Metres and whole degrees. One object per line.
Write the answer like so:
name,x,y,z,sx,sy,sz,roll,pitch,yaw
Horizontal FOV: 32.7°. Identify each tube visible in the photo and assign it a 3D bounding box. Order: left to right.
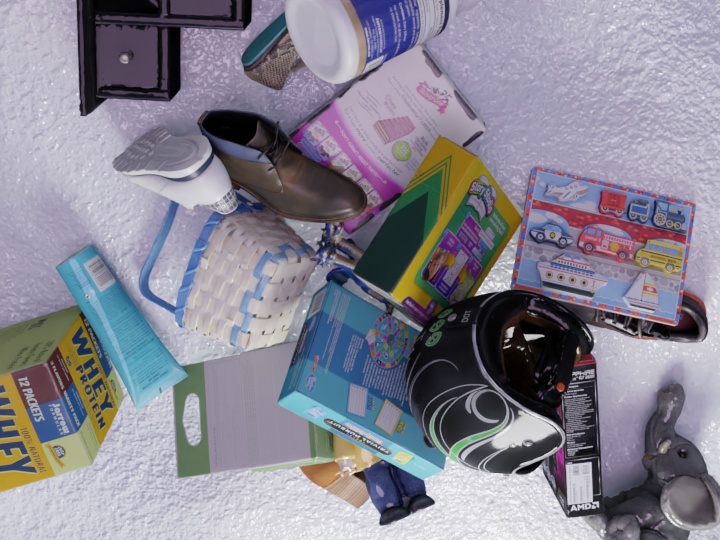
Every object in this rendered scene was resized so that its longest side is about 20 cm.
tube,-0.291,0.065,1.482,0.077,0.050,0.200,-35,99,-23

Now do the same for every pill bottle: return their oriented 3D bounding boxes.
pill bottle,0.029,-0.286,1.299,0.200,0.116,0.116,-31,108,-26

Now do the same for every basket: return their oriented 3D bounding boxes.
basket,-0.161,-0.005,1.431,0.200,0.139,0.177,32,110,21

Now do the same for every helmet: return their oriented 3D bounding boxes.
helmet,0.146,0.125,1.331,0.200,0.200,0.191,31,144,-8

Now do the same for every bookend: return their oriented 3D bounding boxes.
bookend,-0.207,-0.272,1.360,0.198,0.092,0.200,4,109,0

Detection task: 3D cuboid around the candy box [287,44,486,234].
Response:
candy box,0.025,-0.156,1.407,0.200,0.061,0.136,-36,102,13

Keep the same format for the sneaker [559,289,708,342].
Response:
sneaker,0.320,0.043,1.452,0.200,0.082,0.077,8,108,-1

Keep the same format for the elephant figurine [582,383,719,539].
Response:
elephant figurine,0.380,0.272,1.509,0.200,0.142,0.155,-42,132,-2

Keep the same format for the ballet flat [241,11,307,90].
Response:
ballet flat,-0.051,-0.284,1.374,0.075,0.068,0.200,29,112,-30

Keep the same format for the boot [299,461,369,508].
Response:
boot,-0.009,0.182,1.519,0.155,0.077,0.200,38,111,-5

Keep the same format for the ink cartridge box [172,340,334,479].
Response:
ink cartridge box,-0.132,0.172,1.490,0.200,0.048,0.146,-13,73,27

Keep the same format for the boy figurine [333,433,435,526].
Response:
boy figurine,0.025,0.192,1.443,0.124,0.064,0.200,-18,81,-10

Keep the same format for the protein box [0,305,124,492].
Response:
protein box,-0.410,0.157,1.447,0.200,0.199,0.135,-17,107,6

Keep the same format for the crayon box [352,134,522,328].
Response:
crayon box,0.090,-0.030,1.355,0.058,0.200,0.173,30,85,27

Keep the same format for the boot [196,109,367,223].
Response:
boot,-0.090,-0.113,1.334,0.200,0.097,0.075,19,71,15

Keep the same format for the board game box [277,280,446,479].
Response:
board game box,0.019,0.126,1.400,0.200,0.151,0.047,30,144,-18

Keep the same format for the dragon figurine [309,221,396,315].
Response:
dragon figurine,0.000,0.000,1.427,0.099,0.200,0.059,24,79,13

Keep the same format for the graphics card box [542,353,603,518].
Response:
graphics card box,0.249,0.179,1.475,0.051,0.125,0.200,-8,108,-4

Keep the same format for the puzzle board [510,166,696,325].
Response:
puzzle board,0.284,-0.030,1.424,0.200,0.017,0.151,13,75,-2

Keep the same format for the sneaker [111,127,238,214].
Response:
sneaker,-0.209,-0.106,1.374,0.076,0.200,0.081,-48,123,-14
